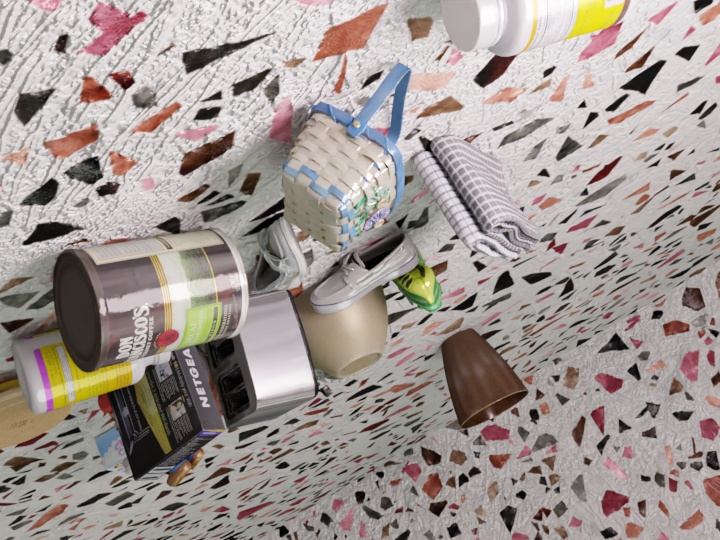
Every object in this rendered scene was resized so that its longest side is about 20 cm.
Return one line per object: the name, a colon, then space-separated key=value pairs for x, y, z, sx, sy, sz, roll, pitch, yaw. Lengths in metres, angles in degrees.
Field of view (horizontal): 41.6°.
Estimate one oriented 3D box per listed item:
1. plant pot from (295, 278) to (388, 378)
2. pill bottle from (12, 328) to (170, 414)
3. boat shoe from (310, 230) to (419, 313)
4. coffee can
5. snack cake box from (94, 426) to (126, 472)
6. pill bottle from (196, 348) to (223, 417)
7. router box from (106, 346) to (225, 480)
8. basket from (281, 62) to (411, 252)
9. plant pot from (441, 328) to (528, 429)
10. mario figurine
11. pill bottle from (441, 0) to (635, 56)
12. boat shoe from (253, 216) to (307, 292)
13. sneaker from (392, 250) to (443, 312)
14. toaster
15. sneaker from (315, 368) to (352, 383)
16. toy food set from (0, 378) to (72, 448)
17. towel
plant pot: x=-0.029 y=0.109 z=1.670 sx=0.198 sy=0.136 sz=0.201 roll=-25 pitch=160 yaw=-10
pill bottle: x=-0.368 y=0.120 z=1.310 sx=0.198 sy=0.105 sz=0.105 roll=-16 pitch=157 yaw=-27
boat shoe: x=0.000 y=0.000 z=1.548 sx=0.198 sy=0.072 sz=0.066 roll=-25 pitch=131 yaw=6
coffee can: x=-0.260 y=0.032 z=1.176 sx=0.198 sy=0.148 sz=0.147 roll=-12 pitch=155 yaw=-37
snack cake box: x=-0.384 y=0.305 z=1.790 sx=0.199 sy=0.068 sz=0.115 roll=-31 pitch=160 yaw=7
pill bottle: x=-0.275 y=0.198 z=1.602 sx=0.111 sy=0.113 sz=0.200 roll=-28 pitch=159 yaw=4
router box: x=-0.301 y=0.187 z=1.417 sx=0.157 sy=0.202 sz=0.052 roll=-36 pitch=155 yaw=24
basket: x=-0.004 y=-0.134 z=1.139 sx=0.201 sy=0.138 sz=0.177 roll=-58 pitch=169 yaw=-19
plant pot: x=0.280 y=0.251 z=2.306 sx=0.185 sy=0.202 sz=0.187 roll=-24 pitch=159 yaw=-10
mario figurine: x=-0.354 y=0.266 z=1.555 sx=0.106 sy=0.200 sz=0.123 roll=-47 pitch=174 yaw=-1
pill bottle: x=0.189 y=-0.295 z=1.011 sx=0.198 sy=0.110 sz=0.110 roll=-19 pitch=159 yaw=-20
boat shoe: x=-0.119 y=-0.015 z=1.351 sx=0.064 sy=0.075 sz=0.202 roll=-21 pitch=167 yaw=-14
sneaker: x=0.093 y=0.024 z=1.611 sx=0.073 sy=0.084 sz=0.200 roll=-27 pitch=-164 yaw=2
toaster: x=-0.155 y=0.138 z=1.466 sx=0.117 sy=0.183 sz=0.200 roll=-11 pitch=167 yaw=-32
sneaker: x=-0.108 y=0.164 z=1.787 sx=0.197 sy=0.100 sz=0.079 roll=0 pitch=125 yaw=-7
toy food set: x=-0.519 y=0.211 z=1.420 sx=0.196 sy=0.049 sz=0.201 roll=-20 pitch=158 yaw=-22
towel: x=0.177 y=-0.103 z=1.382 sx=0.085 sy=0.167 sz=0.199 roll=-40 pitch=157 yaw=19
